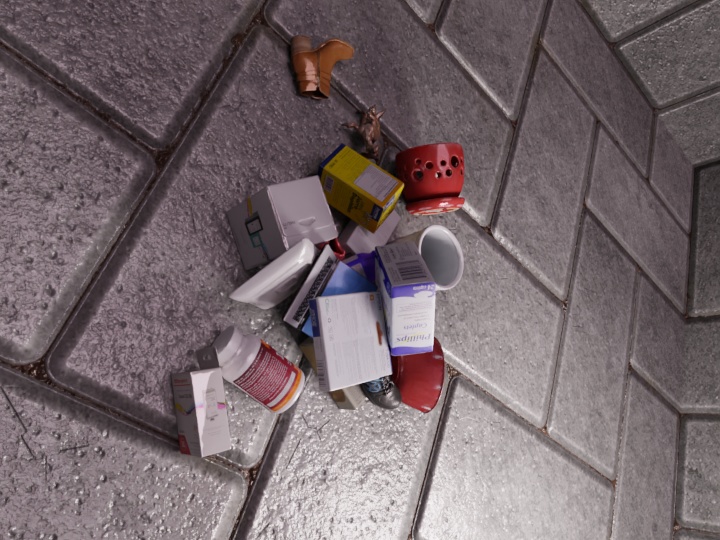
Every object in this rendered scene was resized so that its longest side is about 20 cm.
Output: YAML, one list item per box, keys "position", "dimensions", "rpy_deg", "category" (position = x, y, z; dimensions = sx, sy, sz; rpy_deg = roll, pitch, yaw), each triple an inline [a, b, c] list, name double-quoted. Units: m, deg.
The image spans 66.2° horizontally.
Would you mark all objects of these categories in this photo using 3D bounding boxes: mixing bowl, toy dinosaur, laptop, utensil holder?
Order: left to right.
- position: [-0.062, 0.069, 1.243]
  dimensions: [0.115, 0.200, 0.189]
  rpy_deg: [28, 81, 13]
  category: "laptop"
- position: [0.028, -0.384, 1.565]
  dimensions: [0.137, 0.085, 0.201]
  rpy_deg: [62, 34, -23]
  category: "toy dinosaur"
- position: [0.130, 0.265, 1.445]
  dimensions: [0.107, 0.200, 0.203]
  rpy_deg: [10, 73, -16]
  category: "mixing bowl"
- position: [0.151, -0.019, 1.501]
  dimensions: [0.168, 0.199, 0.173]
  rpy_deg: [9, 75, -37]
  category: "utensil holder"

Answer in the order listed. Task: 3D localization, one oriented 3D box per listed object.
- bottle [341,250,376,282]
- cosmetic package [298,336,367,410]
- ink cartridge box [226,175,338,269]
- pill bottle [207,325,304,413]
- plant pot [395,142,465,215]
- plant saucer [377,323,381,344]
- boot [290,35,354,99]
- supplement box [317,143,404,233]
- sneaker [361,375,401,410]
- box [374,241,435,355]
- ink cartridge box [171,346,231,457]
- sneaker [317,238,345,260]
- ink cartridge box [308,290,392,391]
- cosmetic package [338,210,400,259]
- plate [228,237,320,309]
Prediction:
- position: [0.000, 0.000, 1.394]
  dimensions: [0.198, 0.065, 0.084]
  rpy_deg: [-25, 123, -3]
  category: "bottle"
- position: [-0.052, 0.233, 1.361]
  dimensions: [0.105, 0.071, 0.202]
  rpy_deg: [-40, 106, -37]
  category: "cosmetic package"
- position: [-0.179, -0.106, 1.250]
  dimensions: [0.146, 0.199, 0.148]
  rpy_deg: [-20, 93, -40]
  category: "ink cartridge box"
- position: [-0.226, 0.212, 1.197]
  dimensions: [0.200, 0.112, 0.114]
  rpy_deg: [43, 57, -25]
  category: "pill bottle"
- position: [0.206, -0.261, 1.607]
  dimensions: [0.198, 0.199, 0.186]
  rpy_deg: [-5, 89, -39]
  category: "plant pot"
- position: [0.024, 0.141, 1.431]
  dimensions: [0.200, 0.037, 0.203]
  rpy_deg: [30, 54, -55]
  category: "plant saucer"
- position: [-0.096, -0.545, 1.502]
  dimensions: [0.197, 0.073, 0.157]
  rpy_deg: [-7, 83, -28]
  category: "boot"
- position: [-0.007, -0.211, 1.420]
  dimensions: [0.199, 0.110, 0.109]
  rpy_deg: [35, 55, 9]
  category: "supplement box"
- position: [0.042, 0.266, 1.331]
  dimensions: [0.200, 0.081, 0.074]
  rpy_deg: [48, 55, -21]
  category: "sneaker"
- position: [0.101, 0.065, 1.311]
  dimensions: [0.103, 0.185, 0.202]
  rpy_deg: [-8, 123, -7]
  category: "box"
- position: [-0.323, 0.260, 1.105]
  dimensions: [0.067, 0.116, 0.203]
  rpy_deg: [-4, 82, -39]
  category: "ink cartridge box"
- position: [-0.102, -0.103, 1.386]
  dimensions: [0.074, 0.086, 0.201]
  rpy_deg: [-45, 109, -37]
  category: "sneaker"
- position: [-0.020, 0.152, 1.230]
  dimensions: [0.198, 0.043, 0.200]
  rpy_deg: [-3, 83, -46]
  category: "ink cartridge box"
- position: [0.018, -0.103, 1.494]
  dimensions: [0.102, 0.071, 0.201]
  rpy_deg: [47, 56, -22]
  category: "cosmetic package"
- position: [-0.165, 0.020, 1.195]
  dimensions: [0.199, 0.200, 0.032]
  rpy_deg: [-38, 77, 1]
  category: "plate"
